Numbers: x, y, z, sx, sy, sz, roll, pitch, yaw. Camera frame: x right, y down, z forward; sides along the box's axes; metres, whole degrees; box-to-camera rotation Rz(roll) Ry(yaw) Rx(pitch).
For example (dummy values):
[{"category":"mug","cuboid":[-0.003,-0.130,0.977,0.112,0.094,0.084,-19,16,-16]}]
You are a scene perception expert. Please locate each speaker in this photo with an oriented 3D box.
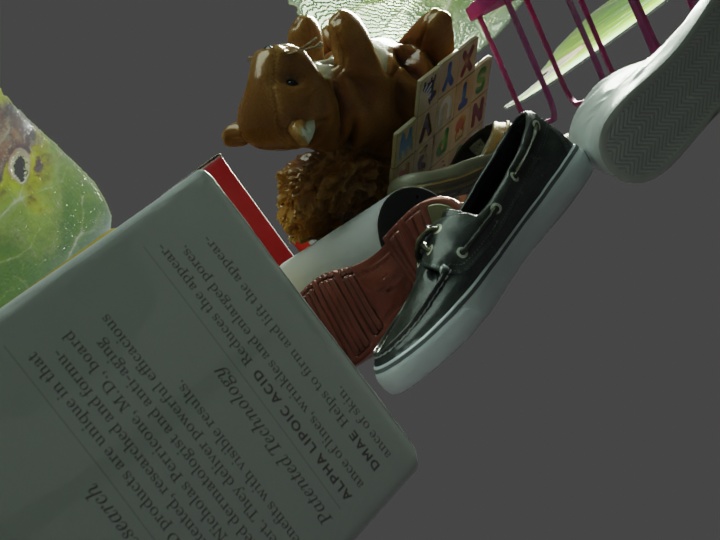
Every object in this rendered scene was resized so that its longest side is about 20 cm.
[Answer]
[{"category":"speaker","cuboid":[0.000,0.000,0.944,0.081,0.081,0.200,-41,6,-33]}]

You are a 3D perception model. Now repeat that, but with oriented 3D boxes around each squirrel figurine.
[{"category":"squirrel figurine","cuboid":[-0.022,-0.117,0.963,0.141,0.202,0.186,9,22,34]}]

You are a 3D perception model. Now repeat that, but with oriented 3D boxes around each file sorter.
[{"category":"file sorter","cuboid":[0.214,-0.219,0.977,0.199,0.126,0.139,-26,6,-1]}]

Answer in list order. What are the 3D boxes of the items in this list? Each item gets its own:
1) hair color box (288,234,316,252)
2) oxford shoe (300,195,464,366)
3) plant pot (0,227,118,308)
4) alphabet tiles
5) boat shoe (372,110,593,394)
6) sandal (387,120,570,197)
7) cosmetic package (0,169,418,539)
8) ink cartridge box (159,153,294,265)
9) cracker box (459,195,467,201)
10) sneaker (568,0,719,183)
[{"category":"hair color box","cuboid":[-0.039,-0.089,1.929,0.111,0.064,0.200,-37,7,21]},{"category":"oxford shoe","cuboid":[0.020,0.022,0.815,0.199,0.071,0.074,-35,-19,30]},{"category":"plant pot","cuboid":[-0.180,0.075,0.950,0.194,0.196,0.199,-41,15,-34]},{"category":"alphabet tiles","cuboid":[0.069,-0.098,1.007,0.166,0.006,0.201,-43,-33,-43]},{"category":"boat shoe","cuboid":[0.064,-0.014,0.688,0.200,0.057,0.069,-50,9,-21]},{"category":"sandal","cuboid":[0.104,-0.096,0.961,0.199,0.054,0.080,-15,-8,-30]},{"category":"cosmetic package","cuboid":[-0.118,0.095,0.495,0.200,0.165,0.165,-42,7,-38]},{"category":"ink cartridge box","cuboid":[-0.126,-0.018,1.229,0.084,0.201,0.176,-37,6,-8]},{"category":"cracker box","cuboid":[0.064,-0.070,1.200,0.134,0.058,0.200,-39,7,-5]},{"category":"sneaker","cuboid":[0.216,-0.137,0.733,0.200,0.074,0.116,-39,9,1]}]
